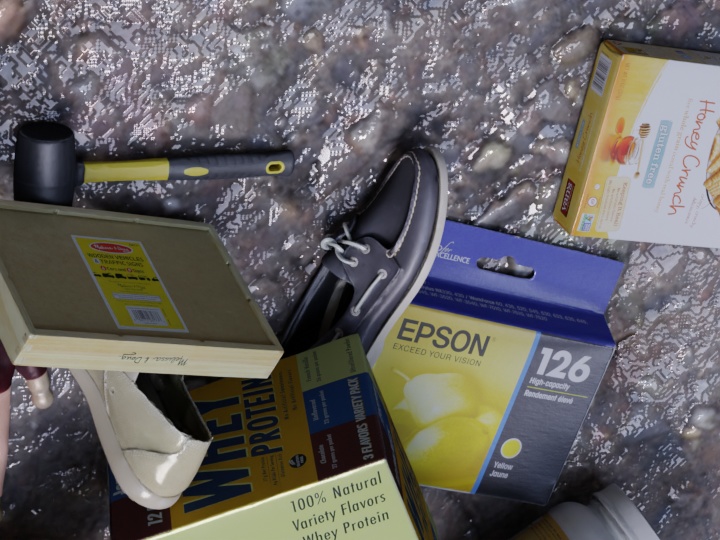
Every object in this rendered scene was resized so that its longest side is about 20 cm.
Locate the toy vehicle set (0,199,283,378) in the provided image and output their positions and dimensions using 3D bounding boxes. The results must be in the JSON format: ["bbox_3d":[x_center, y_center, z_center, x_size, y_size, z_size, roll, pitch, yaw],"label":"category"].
[{"bbox_3d":[-0.156,0.012,1.278,0.199,0.125,0.027,6,130,-41],"label":"toy vehicle set"}]

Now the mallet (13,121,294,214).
[{"bbox_3d":[-0.140,-0.059,1.340,0.198,0.041,0.066,3,114,-27],"label":"mallet"}]

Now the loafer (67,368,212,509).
[{"bbox_3d":[-0.152,0.057,1.311,0.068,0.201,0.076,-33,165,22],"label":"loafer"}]

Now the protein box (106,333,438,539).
[{"bbox_3d":[-0.055,0.187,1.398,0.197,0.135,0.201,-19,127,4],"label":"protein box"}]

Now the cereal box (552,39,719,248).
[{"bbox_3d":[0.253,-0.090,1.474,0.198,0.040,0.145,3,113,-23],"label":"cereal box"}]

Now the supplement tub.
[{"bbox_3d":[0.152,0.273,1.549,0.199,0.145,0.145,-34,122,-2],"label":"supplement tub"}]

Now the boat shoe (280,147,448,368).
[{"bbox_3d":[0.000,0.000,1.400,0.062,0.073,0.201,13,114,-29],"label":"boat shoe"}]

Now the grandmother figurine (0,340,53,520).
[{"bbox_3d":[-0.265,0.076,1.345,0.121,0.060,0.202,-7,117,-49],"label":"grandmother figurine"}]

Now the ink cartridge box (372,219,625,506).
[{"bbox_3d":[0.090,0.072,1.487,0.196,0.047,0.201,12,112,-24],"label":"ink cartridge box"}]
